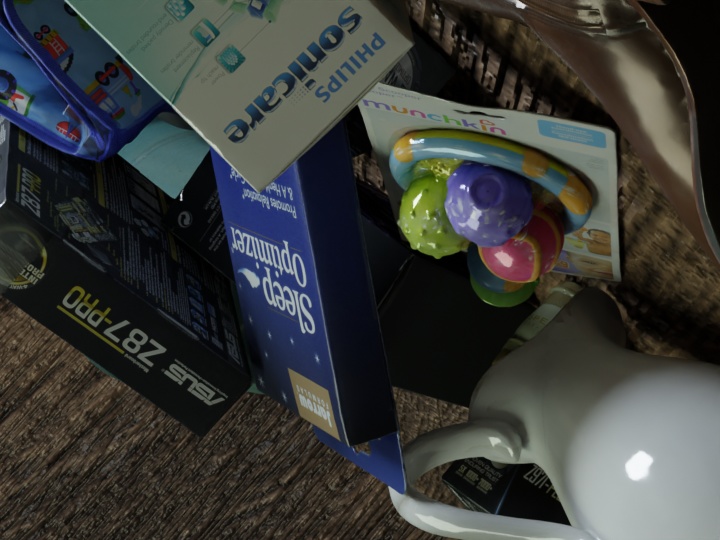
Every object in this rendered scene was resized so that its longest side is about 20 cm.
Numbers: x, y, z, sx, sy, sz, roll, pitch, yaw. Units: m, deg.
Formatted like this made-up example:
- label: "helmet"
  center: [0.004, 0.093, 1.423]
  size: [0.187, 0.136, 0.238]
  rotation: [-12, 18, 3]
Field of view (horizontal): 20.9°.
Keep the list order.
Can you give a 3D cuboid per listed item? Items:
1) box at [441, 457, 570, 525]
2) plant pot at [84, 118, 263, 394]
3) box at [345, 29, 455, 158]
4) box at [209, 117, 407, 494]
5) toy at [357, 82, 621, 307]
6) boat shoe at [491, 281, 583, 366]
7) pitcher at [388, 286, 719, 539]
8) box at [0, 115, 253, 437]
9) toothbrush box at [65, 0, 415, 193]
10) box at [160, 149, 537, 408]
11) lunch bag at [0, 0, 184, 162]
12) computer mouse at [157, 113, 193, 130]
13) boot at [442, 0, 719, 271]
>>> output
- label: "box"
  center: [0.178, 0.207, 1.458]
  size: [0.163, 0.086, 0.200]
  rotation: [32, 167, 50]
- label: "plant pot"
  center: [-0.082, -0.002, 1.321]
  size: [0.200, 0.201, 0.195]
  rotation: [46, 163, -28]
- label: "box"
  center: [-0.045, -0.126, 0.968]
  size: [0.160, 0.044, 0.200]
  rotation: [43, 172, -8]
- label: "box"
  center: [-0.028, 0.005, 0.941]
  size: [0.121, 0.032, 0.202]
  rotation: [22, 126, 64]
- label: "toy"
  center: [0.058, -0.021, 0.884]
  size: [0.114, 0.048, 0.200]
  rotation: [12, 167, 12]
- label: "boat shoe"
  center: [0.138, 0.072, 1.116]
  size: [0.073, 0.063, 0.201]
  rotation: [29, 171, 38]
- label: "pitcher"
  center: [0.125, 0.106, 0.925]
  size: [0.200, 0.171, 0.122]
  rotation: [36, 148, 45]
- label: "box"
  center: [-0.138, -0.013, 1.044]
  size: [0.161, 0.049, 0.200]
  rotation: [40, -168, -23]
- label: "toothbrush box"
  center: [-0.077, -0.143, 0.751]
  size: [0.200, 0.085, 0.147]
  rotation: [46, -168, -13]
- label: "box"
  center: [0.000, 0.000, 1.114]
  size: [0.141, 0.079, 0.200]
  rotation: [41, -172, 25]
- label: "lunch bag"
  center: [-0.167, -0.143, 1.064]
  size: [0.199, 0.151, 0.094]
  rotation: [38, 127, 0]
- label: "computer mouse"
  center: [-0.145, -0.151, 1.275]
  size: [0.138, 0.053, 0.200]
  rotation: [35, 169, 37]
- label: "boot"
  center: [0.060, -0.083, 0.637]
  size: [0.199, 0.064, 0.187]
  rotation: [25, 148, 54]
